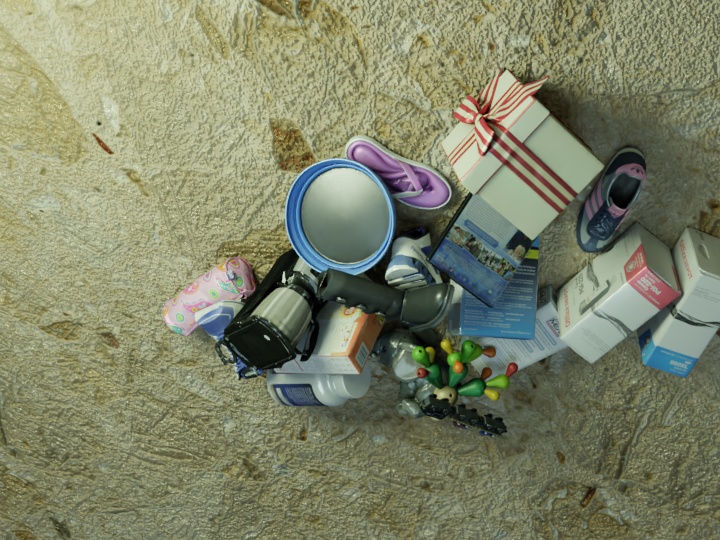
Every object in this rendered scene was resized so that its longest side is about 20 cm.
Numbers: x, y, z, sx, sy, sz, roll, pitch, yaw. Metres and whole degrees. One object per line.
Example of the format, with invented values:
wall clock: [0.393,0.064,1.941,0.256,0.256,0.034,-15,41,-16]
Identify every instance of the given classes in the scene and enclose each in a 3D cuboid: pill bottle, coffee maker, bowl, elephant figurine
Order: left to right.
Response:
coffee maker: [-0.150,0.065,1.588,0.190,0.201,0.136,1,130,34]
pill bottle: [-0.078,0.204,1.701,0.198,0.111,0.112,-7,123,42]
bowl: [-0.032,-0.091,1.515,0.198,0.039,0.204,4,101,19]
elephant figurine: [0.090,0.165,1.671,0.154,0.141,0.202,-30,107,-17]

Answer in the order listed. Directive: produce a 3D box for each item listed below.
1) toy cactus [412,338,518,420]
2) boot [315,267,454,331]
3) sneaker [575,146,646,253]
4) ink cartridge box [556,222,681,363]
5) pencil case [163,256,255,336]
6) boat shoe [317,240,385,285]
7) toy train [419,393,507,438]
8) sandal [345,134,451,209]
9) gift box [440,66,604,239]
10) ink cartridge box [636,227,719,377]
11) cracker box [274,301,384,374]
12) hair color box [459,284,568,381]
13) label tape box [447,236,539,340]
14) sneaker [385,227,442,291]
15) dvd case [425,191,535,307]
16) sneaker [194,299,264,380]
toy cactus: [0.174,0.203,1.595,0.198,0.103,0.166,13,116,-26]
boot: [0.037,0.036,1.469,0.198,0.066,0.165,22,152,-12]
sneaker: [0.408,-0.101,1.460,0.069,0.082,0.202,16,124,1]
ink cartridge box: [0.431,0.039,1.506,0.084,0.146,0.200,34,122,-13]
pencil case: [-0.288,0.052,1.699,0.199,0.088,0.088,-31,112,28]
boat shoe: [0.000,0.000,1.618,0.201,0.061,0.071,47,144,-18]
toy train: [0.186,0.265,1.591,0.198,0.034,0.046,23,134,-30]
sandal: [0.060,-0.156,1.515,0.201,0.050,0.083,27,124,-5]
gift box: [0.245,-0.199,1.367,0.186,0.185,0.201,34,104,-22]
ink cartridge box: [0.548,0.053,1.492,0.083,0.145,0.202,18,125,-2]
cracker box: [-0.066,0.122,1.634,0.198,0.135,0.058,-3,134,35]
hair color box: [0.293,0.121,1.639,0.199,0.061,0.099,-30,112,28]
label tape box: [0.232,0.015,1.542,0.141,0.066,0.203,5,84,-15]
sneaker: [0.109,-0.009,1.576,0.080,0.117,0.199,-9,150,24]
dvd case: [0.218,-0.060,1.492,0.142,0.018,0.201,35,84,-9]
sneaker: [-0.222,0.139,1.673,0.080,0.116,0.199,-25,148,16]
